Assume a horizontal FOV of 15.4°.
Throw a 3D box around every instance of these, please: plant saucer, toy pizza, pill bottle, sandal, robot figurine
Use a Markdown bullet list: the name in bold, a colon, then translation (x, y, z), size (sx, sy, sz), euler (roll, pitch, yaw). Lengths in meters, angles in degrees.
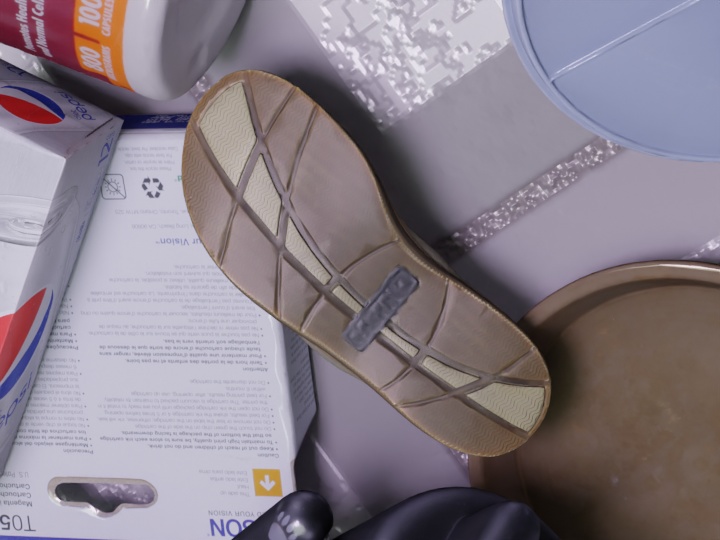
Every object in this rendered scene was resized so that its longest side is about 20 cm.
- **plant saucer**: translation (0.144, 0.086, 1.150), size (0.200, 0.029, 0.200), euler (7, 113, 18)
- **toy pizza**: translation (0.151, -0.126, 1.027), size (0.200, 0.032, 0.200), euler (-5, 131, -5)
- **pill bottle**: translation (-0.151, -0.155, 1.125), size (0.200, 0.114, 0.114), euler (20, 115, 13)
- **sandal**: translation (0.000, 0.000, 1.141), size (0.200, 0.054, 0.080), euler (44, 95, -4)
- **robot figurine**: translation (0.025, 0.164, 1.153), size (0.200, 0.125, 0.150), euler (-37, 67, 54)

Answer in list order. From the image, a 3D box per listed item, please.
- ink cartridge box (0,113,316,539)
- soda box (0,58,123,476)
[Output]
- **ink cartridge box**: translation (-0.121, 0.028, 1.223), size (0.196, 0.043, 0.200), euler (0, 110, 19)
- **soda box**: translation (-0.173, 0.012, 1.178), size (0.068, 0.063, 0.200), euler (27, 116, 9)
